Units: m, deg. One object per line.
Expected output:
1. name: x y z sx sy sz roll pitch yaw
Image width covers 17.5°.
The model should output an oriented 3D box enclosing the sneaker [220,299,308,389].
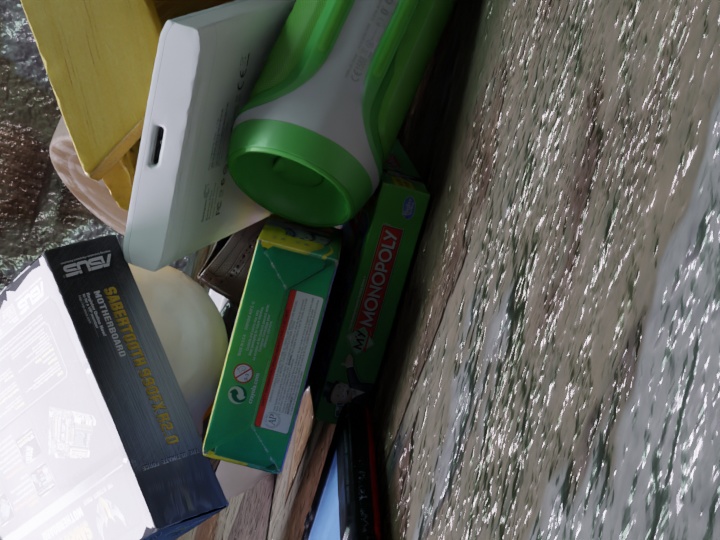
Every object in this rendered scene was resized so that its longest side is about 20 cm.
1. sneaker: -0.041 0.014 1.538 0.115 0.076 0.201 84 -152 -84

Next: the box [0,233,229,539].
1. box: -0.165 0.091 1.268 0.200 0.048 0.158 -37 74 50

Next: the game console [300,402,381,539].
1. game console: -0.068 0.162 1.148 0.200 0.119 0.172 -95 21 -71

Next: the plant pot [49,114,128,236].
1. plant pot: -0.122 -0.114 1.655 0.174 0.200 0.200 -54 -2 -23

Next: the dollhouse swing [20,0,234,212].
1. dollhouse swing: -0.067 -0.141 1.314 0.182 0.176 0.200 68 -169 14

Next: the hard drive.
1. hard drive: -0.064 -0.085 1.279 0.200 0.027 0.132 -30 -45 -64

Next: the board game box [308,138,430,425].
1. board game box: 0.000 0.000 1.332 0.200 0.029 0.135 -109 33 -78

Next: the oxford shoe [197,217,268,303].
1. oxford shoe: -0.051 -0.074 1.441 0.071 0.073 0.200 143 141 -63

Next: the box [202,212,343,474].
1. box: -0.045 0.034 1.260 0.200 0.048 0.117 -101 26 -83

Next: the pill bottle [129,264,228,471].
1. pill bottle: -0.138 0.084 1.416 0.200 0.116 0.116 100 -179 -63

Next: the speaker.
1. speaker: 0.000 -0.125 1.252 0.088 0.088 0.200 119 175 -65

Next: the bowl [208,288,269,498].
1. bowl: -0.081 0.059 1.682 0.200 0.075 0.200 -98 23 -73
